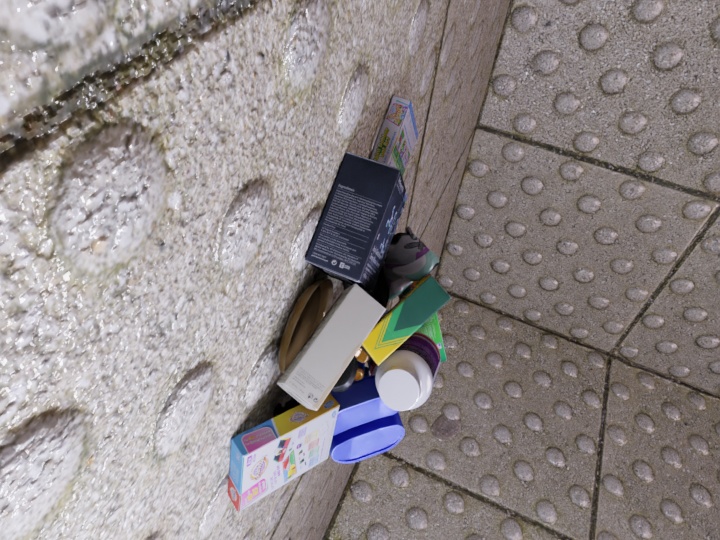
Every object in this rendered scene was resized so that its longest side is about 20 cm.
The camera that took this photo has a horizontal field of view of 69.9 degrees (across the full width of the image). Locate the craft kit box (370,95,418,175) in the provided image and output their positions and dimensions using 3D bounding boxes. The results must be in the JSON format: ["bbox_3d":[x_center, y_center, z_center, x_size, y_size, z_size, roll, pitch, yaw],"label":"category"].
[{"bbox_3d":[0.067,-0.243,1.121,0.200,0.048,0.201,28,79,-78],"label":"craft kit box"}]

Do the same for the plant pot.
[{"bbox_3d":[-0.103,0.106,0.956,0.200,0.027,0.204,21,89,-77],"label":"plant pot"}]

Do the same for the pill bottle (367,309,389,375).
[{"bbox_3d":[0.065,0.193,1.293,0.201,0.117,0.121,-111,-152,-53],"label":"pill bottle"}]

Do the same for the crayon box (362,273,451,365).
[{"bbox_3d":[0.087,0.085,0.972,0.172,0.058,0.200,-44,175,5],"label":"crayon box"}]

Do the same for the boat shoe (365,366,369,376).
[{"bbox_3d":[-0.011,0.285,1.203,0.200,0.082,0.070,-26,123,-70],"label":"boat shoe"}]

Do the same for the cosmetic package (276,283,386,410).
[{"bbox_3d":[-0.051,0.128,0.868,0.201,0.073,0.103,-53,-175,-18],"label":"cosmetic package"}]

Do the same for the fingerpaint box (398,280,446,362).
[{"bbox_3d":[0.141,0.101,1.251,0.167,0.072,0.203,-107,-179,-66],"label":"fingerpaint box"}]

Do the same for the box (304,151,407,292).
[{"bbox_3d":[-0.001,-0.080,0.925,0.148,0.105,0.204,38,72,-76],"label":"box"}]

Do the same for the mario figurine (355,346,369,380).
[{"bbox_3d":[-0.012,0.161,1.124,0.123,0.107,0.200,-37,-177,16],"label":"mario figurine"}]

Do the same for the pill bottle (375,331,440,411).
[{"bbox_3d":[0.093,0.197,1.006,0.200,0.111,0.115,-27,136,-73],"label":"pill bottle"}]

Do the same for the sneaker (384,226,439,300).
[{"bbox_3d":[0.066,-0.025,1.102,0.200,0.141,0.077,-40,177,43],"label":"sneaker"}]

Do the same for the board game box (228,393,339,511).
[{"bbox_3d":[-0.134,0.316,0.910,0.198,0.040,0.155,-18,133,-39],"label":"board game box"}]

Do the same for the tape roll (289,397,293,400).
[{"bbox_3d":[-0.101,0.290,1.167,0.200,0.065,0.204,21,89,-78],"label":"tape roll"}]

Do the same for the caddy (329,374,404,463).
[{"bbox_3d":[-0.002,0.300,1.060,0.105,0.196,0.144,-130,-154,-65],"label":"caddy"}]

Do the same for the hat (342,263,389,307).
[{"bbox_3d":[0.000,0.000,1.065,0.200,0.079,0.205,175,-90,-79],"label":"hat"}]

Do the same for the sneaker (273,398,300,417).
[{"bbox_3d":[-0.144,0.303,1.008,0.202,0.083,0.077,-57,-162,7],"label":"sneaker"}]

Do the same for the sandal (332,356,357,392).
[{"bbox_3d":[-0.048,0.191,0.958,0.076,0.048,0.200,-54,-162,-20],"label":"sandal"}]
